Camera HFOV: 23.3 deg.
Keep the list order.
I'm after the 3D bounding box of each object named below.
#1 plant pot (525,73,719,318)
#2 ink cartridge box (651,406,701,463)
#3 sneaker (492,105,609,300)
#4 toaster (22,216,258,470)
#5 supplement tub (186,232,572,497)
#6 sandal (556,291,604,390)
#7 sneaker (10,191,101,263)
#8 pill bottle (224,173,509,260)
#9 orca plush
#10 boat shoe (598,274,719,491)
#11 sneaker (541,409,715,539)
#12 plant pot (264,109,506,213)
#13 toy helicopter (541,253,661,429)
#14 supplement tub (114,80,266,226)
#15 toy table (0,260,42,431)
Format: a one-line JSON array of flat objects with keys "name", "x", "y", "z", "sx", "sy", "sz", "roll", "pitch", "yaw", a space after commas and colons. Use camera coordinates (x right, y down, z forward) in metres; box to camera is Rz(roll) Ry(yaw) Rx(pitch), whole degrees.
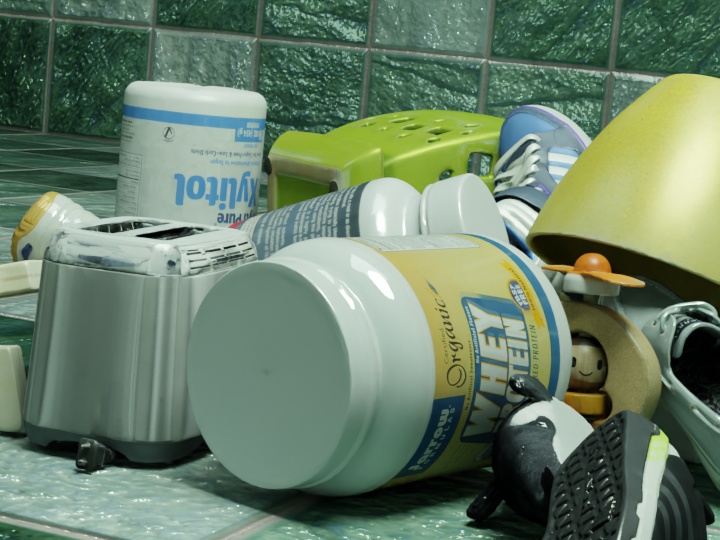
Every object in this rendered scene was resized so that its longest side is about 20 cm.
[{"name": "plant pot", "x": 0.231, "y": -0.049, "z": 1.195, "sx": 0.199, "sy": 0.143, "sz": 0.200, "roll": 22, "pitch": -8, "yaw": 3}, {"name": "ink cartridge box", "x": 0.198, "y": 0.078, "z": 1.239, "sx": 0.115, "sy": 0.068, "sz": 0.200, "roll": 0, "pitch": 10, "yaw": -41}, {"name": "sneaker", "x": 0.123, "y": -0.057, "z": 1.344, "sx": 0.146, "sy": 0.081, "sz": 0.201, "roll": 6, "pitch": 49, "yaw": -41}, {"name": "toaster", "x": -0.132, "y": 0.038, "z": 1.060, "sx": 0.113, "sy": 0.130, "sz": 0.200, "roll": 7, "pitch": 7, "yaw": 17}, {"name": "supplement tub", "x": 0.013, "y": 0.052, "z": 1.001, "sx": 0.144, "sy": 0.145, "sz": 0.200, "roll": 11, "pitch": 10, "yaw": 39}, {"name": "sandal", "x": 0.109, "y": 0.047, "z": 1.189, "sx": 0.211, "sy": 0.078, "sz": 0.070, "roll": -12, "pitch": -38, "yaw": 37}, {"name": "sneaker", "x": -0.175, "y": 0.025, "z": 1.218, "sx": 0.088, "sy": 0.075, "sz": 0.200, "roll": 25, "pitch": -17, "yaw": 21}, {"name": "pill bottle", "x": 0.000, "y": 0.000, "z": 1.249, "sx": 0.199, "sy": 0.120, "sz": 0.120, "roll": -17, "pitch": -2, "yaw": 23}, {"name": "orca plush", "x": 0.094, "y": 0.125, "z": 0.932, "sx": 0.105, "sy": 0.071, "sz": 0.200, "roll": 49, "pitch": 11, "yaw": -13}, {"name": "boat shoe", "x": 0.211, "y": 0.057, "z": 1.078, "sx": 0.070, "sy": 0.072, "sz": 0.201, "roll": -18, "pitch": 45, "yaw": -14}, {"name": "sneaker", "x": 0.125, "y": 0.130, "z": 0.759, "sx": 0.083, "sy": 0.072, "sz": 0.200, "roll": 45, "pitch": 29, "yaw": -5}, {"name": "plant pot", "x": 0.027, "y": -0.034, "z": 1.514, "sx": 0.181, "sy": 0.200, "sz": 0.200, "roll": -5, "pitch": 11, "yaw": -29}, {"name": "toy helicopter", "x": 0.112, "y": 0.031, "z": 1.104, "sx": 0.079, "sy": 0.133, "sz": 0.200, "roll": -2, "pitch": 33, "yaw": -45}, {"name": "supplement tub", "x": -0.157, "y": -0.067, "z": 1.585, "sx": 0.131, "sy": 0.201, "sz": 0.132, "roll": 5, "pitch": 7, "yaw": -1}, {"name": "toy table", "x": -0.270, "y": 0.014, "z": 1.055, "sx": 0.117, "sy": 0.185, "sz": 0.200, "roll": -10, "pitch": 11, "yaw": 11}]
